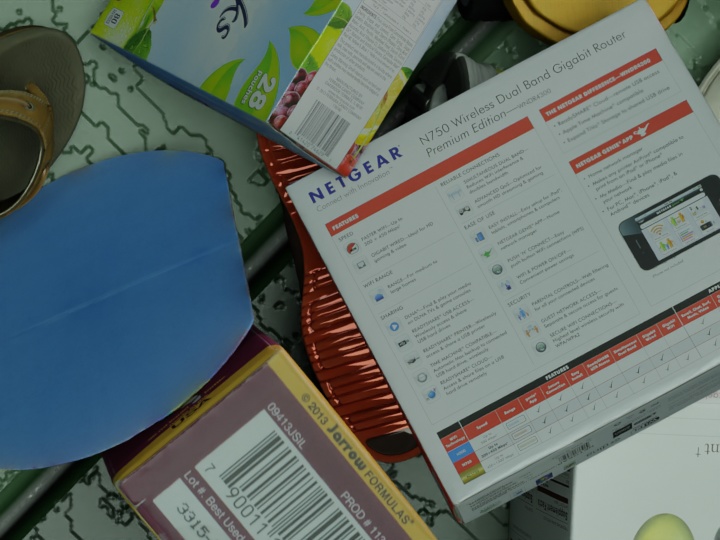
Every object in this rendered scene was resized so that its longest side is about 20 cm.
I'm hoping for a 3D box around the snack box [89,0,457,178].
[{"bbox_3d":[-0.020,-0.165,1.279,0.068,0.169,0.200,32,89,-41],"label":"snack box"}]

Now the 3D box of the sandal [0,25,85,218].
[{"bbox_3d":[-0.185,-0.057,1.266,0.054,0.200,0.080,4,115,28],"label":"sandal"}]

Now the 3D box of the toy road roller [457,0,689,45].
[{"bbox_3d":[0.120,-0.210,1.311,0.123,0.146,0.200,0,93,-9],"label":"toy road roller"}]

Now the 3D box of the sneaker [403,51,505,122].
[{"bbox_3d":[0.065,-0.009,1.353,0.090,0.078,0.200,4,105,-32],"label":"sneaker"}]

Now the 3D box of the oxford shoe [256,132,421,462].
[{"bbox_3d":[0.000,0.000,1.327,0.071,0.073,0.200,-14,83,1],"label":"oxford shoe"}]

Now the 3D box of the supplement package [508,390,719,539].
[{"bbox_3d":[0.181,0.149,1.341,0.191,0.147,0.200,2,92,-9],"label":"supplement package"}]

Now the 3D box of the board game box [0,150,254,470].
[{"bbox_3d":[-0.123,0.026,1.285,0.158,0.200,0.039,-23,133,8],"label":"board game box"}]

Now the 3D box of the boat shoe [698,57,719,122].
[{"bbox_3d":[0.191,-0.049,1.384,0.067,0.057,0.200,28,84,4],"label":"boat shoe"}]

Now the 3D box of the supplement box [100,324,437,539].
[{"bbox_3d":[-0.051,0.106,1.275,0.103,0.200,0.131,-40,98,-4],"label":"supplement box"}]

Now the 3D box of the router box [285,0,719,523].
[{"bbox_3d":[0.093,-0.005,1.246,0.200,0.049,0.180,-27,72,-1],"label":"router box"}]
